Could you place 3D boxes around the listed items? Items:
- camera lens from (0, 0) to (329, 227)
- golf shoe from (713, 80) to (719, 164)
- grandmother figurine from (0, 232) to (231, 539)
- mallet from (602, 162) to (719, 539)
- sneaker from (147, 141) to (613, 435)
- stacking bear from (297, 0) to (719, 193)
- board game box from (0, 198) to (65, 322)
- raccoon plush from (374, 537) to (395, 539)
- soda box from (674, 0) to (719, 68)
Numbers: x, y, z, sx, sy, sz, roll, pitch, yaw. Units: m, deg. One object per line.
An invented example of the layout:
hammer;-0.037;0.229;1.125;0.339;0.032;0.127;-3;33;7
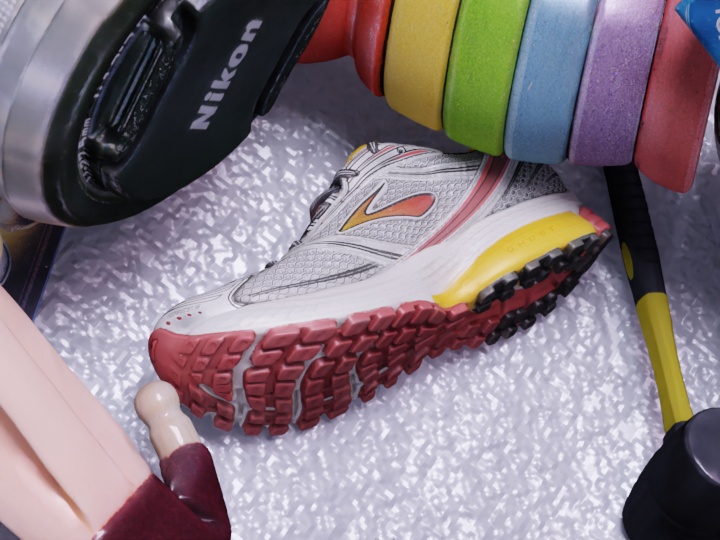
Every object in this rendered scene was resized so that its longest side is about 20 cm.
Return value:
camera lens;-0.117;-0.126;0.751;0.200;0.160;0.160;40;56;16
golf shoe;0.186;0.000;0.876;0.078;0.097;0.201;-10;105;3
grandmother figurine;-0.087;0.085;0.733;0.200;0.061;0.121;48;58;-9
mallet;0.122;0.014;0.867;0.041;0.066;0.201;5;61;-19
sneaker;0.000;0.000;0.832;0.199;0.078;0.082;-21;65;-37
stacking bear;0.040;-0.103;0.831;0.199;0.122;0.114;13;36;8
board game box;-0.182;0.001;0.779;0.135;0.035;0.201;20;58;-10
raccoon plush;0.086;0.119;0.729;0.134;0.200;0.097;31;37;-27
soda box;0.200;-0.105;0.783;0.200;0.064;0.068;-22;71;-49
